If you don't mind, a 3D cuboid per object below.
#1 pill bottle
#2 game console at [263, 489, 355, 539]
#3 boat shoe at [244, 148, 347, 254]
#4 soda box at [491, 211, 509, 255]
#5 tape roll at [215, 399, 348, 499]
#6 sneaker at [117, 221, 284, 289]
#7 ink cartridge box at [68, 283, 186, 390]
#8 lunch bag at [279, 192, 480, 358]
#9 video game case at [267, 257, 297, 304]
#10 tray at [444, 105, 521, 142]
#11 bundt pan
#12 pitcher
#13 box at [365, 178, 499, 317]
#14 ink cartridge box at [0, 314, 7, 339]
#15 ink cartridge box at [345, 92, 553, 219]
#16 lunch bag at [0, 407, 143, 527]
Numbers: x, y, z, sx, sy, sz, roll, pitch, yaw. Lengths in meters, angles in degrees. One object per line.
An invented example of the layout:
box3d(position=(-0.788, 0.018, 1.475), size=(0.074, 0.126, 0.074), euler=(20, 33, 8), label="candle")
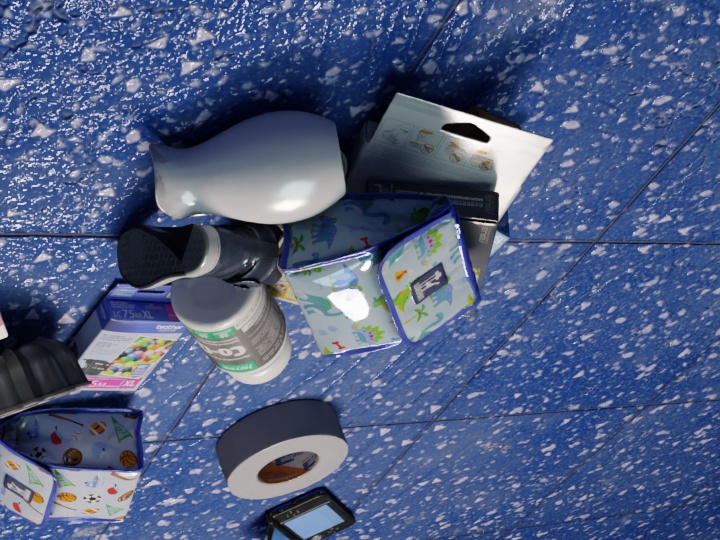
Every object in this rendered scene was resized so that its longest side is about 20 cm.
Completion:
box3d(position=(-0.157, 0.063, 1.772), size=(0.113, 0.113, 0.200), euler=(-23, 150, 2), label="pill bottle")
box3d(position=(-0.096, 0.498, 2.514), size=(0.171, 0.118, 0.200), euler=(-25, 151, 6), label="game console")
box3d(position=(-0.073, -0.078, 1.652), size=(0.199, 0.075, 0.066), euler=(-53, 167, 28), label="boat shoe")
box3d(position=(0.108, -0.019, 1.841), size=(0.064, 0.068, 0.200), euler=(28, 128, -23), label="soda box")
box3d(position=(-0.123, 0.282, 2.199), size=(0.200, 0.066, 0.200), euler=(-16, 149, -10), label="tape roll")
box3d(position=(-0.177, -0.017, 1.608), size=(0.146, 0.077, 0.202), euler=(0, 180, -42), label="sneaker")
box3d(position=(-0.300, 0.088, 1.796), size=(0.119, 0.042, 0.200), euler=(5, 139, -39), label="ink cartridge box")
box3d(position=(0.026, 0.000, 1.591), size=(0.200, 0.128, 0.170), euler=(-12, 138, 8), label="lunch bag")
box3d(position=(0.000, 0.000, 1.787), size=(0.200, 0.023, 0.182), euler=(16, 139, -13), label="video game case")
box3d(position=(0.103, -0.116, 1.731), size=(0.200, 0.037, 0.099), euler=(-41, 145, 28), label="tray")
box3d(position=(-0.432, 0.138, 1.699), size=(0.202, 0.076, 0.202), euler=(-20, 179, 0), label="bundt pan")
box3d(position=(-0.120, -0.102, 1.548), size=(0.200, 0.121, 0.172), euler=(-9, 170, -1), label="pitcher")
box3d(position=(0.075, -0.024, 1.688), size=(0.157, 0.051, 0.200), euler=(7, 143, -2), label="box")
box3d(position=(-0.494, 0.060, 1.515), size=(0.200, 0.083, 0.147), euler=(-22, 172, -14), label="ink cartridge box")
box3d(position=(0.096, -0.133, 1.628), size=(0.200, 0.044, 0.174), euler=(15, 136, -16), label="ink cartridge box")
box3d(position=(-0.412, 0.273, 1.947), size=(0.200, 0.124, 0.170), euler=(6, 142, -17), label="lunch bag")
